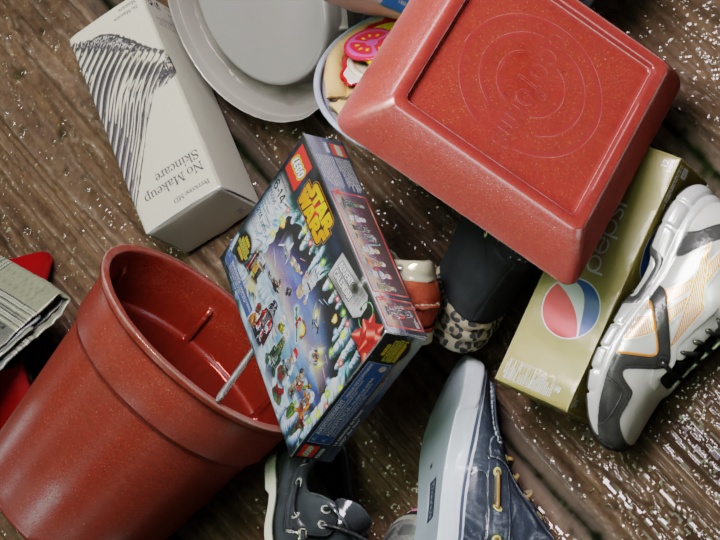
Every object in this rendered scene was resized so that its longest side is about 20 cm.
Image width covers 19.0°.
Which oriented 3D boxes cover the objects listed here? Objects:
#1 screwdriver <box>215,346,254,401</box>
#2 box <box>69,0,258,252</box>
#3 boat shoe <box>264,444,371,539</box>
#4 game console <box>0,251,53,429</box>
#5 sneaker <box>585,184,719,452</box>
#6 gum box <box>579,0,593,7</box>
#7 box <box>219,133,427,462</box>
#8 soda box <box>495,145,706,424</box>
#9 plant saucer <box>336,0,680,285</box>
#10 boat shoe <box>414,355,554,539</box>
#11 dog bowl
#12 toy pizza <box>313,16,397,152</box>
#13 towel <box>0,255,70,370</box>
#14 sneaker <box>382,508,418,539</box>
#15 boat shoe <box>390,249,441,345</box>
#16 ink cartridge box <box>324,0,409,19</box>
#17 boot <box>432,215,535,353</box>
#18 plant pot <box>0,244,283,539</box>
[{"bbox_3d":[-0.074,0.057,1.616,0.028,0.200,0.029,-21,110,23],"label":"screwdriver"},{"bbox_3d":[-0.161,-0.122,1.761,0.082,0.068,0.200,-33,64,16],"label":"box"},{"bbox_3d":[-0.024,0.186,1.572,0.066,0.075,0.199,-36,24,15],"label":"boat shoe"},{"bbox_3d":[-0.338,0.098,1.824,0.200,0.119,0.172,-14,102,24],"label":"game console"},{"bbox_3d":[0.226,0.040,1.520,0.080,0.074,0.200,25,90,27],"label":"sneaker"},{"bbox_3d":[0.138,-0.316,1.578,0.200,0.045,0.170,38,96,28],"label":"gum box"},{"bbox_3d":[-0.031,0.018,1.555,0.137,0.040,0.200,-54,42,32],"label":"box"},{"bbox_3d":[0.174,0.007,1.556,0.064,0.068,0.200,24,89,28],"label":"soda box"},{"bbox_3d":[0.113,-0.123,1.485,0.200,0.037,0.200,35,62,-7],"label":"plant saucer"},{"bbox_3d":[0.093,0.161,1.564,0.071,0.091,0.200,127,158,-53],"label":"boat shoe"},{"bbox_3d":[-0.065,-0.219,1.690,0.200,0.059,0.200,23,126,35],"label":"dog bowl"},{"bbox_3d":[0.066,-0.144,1.555,0.200,0.032,0.200,-1,41,1],"label":"toy pizza"},{"bbox_3d":[-0.350,0.062,1.762,0.193,0.035,0.200,-41,34,-19],"label":"towel"},{"bbox_3d":[0.015,0.268,1.559,0.074,0.087,0.200,17,85,29],"label":"sneaker"},{"bbox_3d":[0.000,0.000,1.609,0.200,0.071,0.063,31,120,60],"label":"boat shoe"},{"bbox_3d":[0.011,-0.290,1.544,0.067,0.116,0.200,12,90,33],"label":"ink cartridge box"},{"bbox_3d":[0.104,-0.049,1.595,0.204,0.073,0.154,-81,18,-50],"label":"boot"},{"bbox_3d":[-0.173,0.119,1.646,0.195,0.201,0.201,-49,61,17],"label":"plant pot"}]
